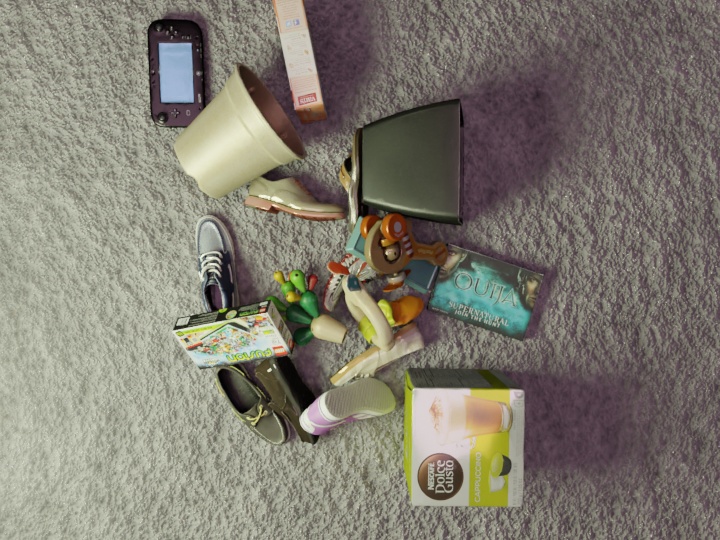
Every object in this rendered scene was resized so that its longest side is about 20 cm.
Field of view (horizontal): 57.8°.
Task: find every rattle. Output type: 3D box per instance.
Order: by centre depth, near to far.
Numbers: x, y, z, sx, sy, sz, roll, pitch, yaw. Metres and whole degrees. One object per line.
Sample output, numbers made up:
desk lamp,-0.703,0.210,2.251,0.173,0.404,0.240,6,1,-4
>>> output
rattle,0.036,0.036,1.177,0.141,0.131,0.202,-25,119,-2

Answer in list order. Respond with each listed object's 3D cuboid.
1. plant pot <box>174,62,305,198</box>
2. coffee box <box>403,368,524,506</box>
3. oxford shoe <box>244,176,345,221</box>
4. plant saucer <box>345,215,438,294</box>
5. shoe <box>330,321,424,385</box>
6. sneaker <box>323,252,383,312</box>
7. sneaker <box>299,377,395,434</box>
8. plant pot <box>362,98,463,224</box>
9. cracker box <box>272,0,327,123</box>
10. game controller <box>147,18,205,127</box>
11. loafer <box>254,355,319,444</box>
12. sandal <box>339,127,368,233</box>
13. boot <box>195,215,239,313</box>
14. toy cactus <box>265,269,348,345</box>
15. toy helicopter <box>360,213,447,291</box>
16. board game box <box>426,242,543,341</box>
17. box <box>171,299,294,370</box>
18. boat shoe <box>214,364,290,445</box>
plant pot,-0.229,-0.237,1.190,0.182,0.200,0.202,-33,92,13
coffee box,0.178,0.295,1.188,0.193,0.200,0.204,1,91,0
oxford shoe,-0.120,-0.139,1.235,0.196,0.071,0.075,12,87,4
plant saucer,0.066,-0.026,1.221,0.198,0.019,0.071,28,83,-28
shoe,0.033,0.171,1.248,0.198,0.070,0.054,-32,83,-1
sneaker,0.000,0.000,1.240,0.082,0.078,0.201,39,92,-2
sneaker,-0.029,0.260,1.232,0.114,0.198,0.074,-41,59,35
plant pot,0.098,-0.188,1.185,0.174,0.199,0.205,2,92,11
cracker box,-0.109,-0.385,1.199,0.056,0.134,0.204,-12,91,0
game controller,-0.350,-0.375,1.246,0.102,0.042,0.205,-2,92,0
loafer,-0.137,0.246,1.247,0.070,0.073,0.203,-19,105,22
sandal,-0.013,-0.170,1.246,0.054,0.081,0.205,7,99,21
boot,-0.273,-0.006,1.232,0.071,0.090,0.204,-14,92,1
toy cactus,-0.100,0.088,1.215,0.162,0.102,0.203,22,119,9
toy helicopter,0.087,-0.027,1.184,0.197,0.078,0.135,5,88,-40
board game box,0.241,0.041,1.266,0.196,0.028,0.138,17,93,-1
box,-0.230,0.119,1.188,0.196,0.035,0.111,-12,128,18
boat shoe,-0.211,0.261,1.256,0.071,0.061,0.202,-39,91,2
